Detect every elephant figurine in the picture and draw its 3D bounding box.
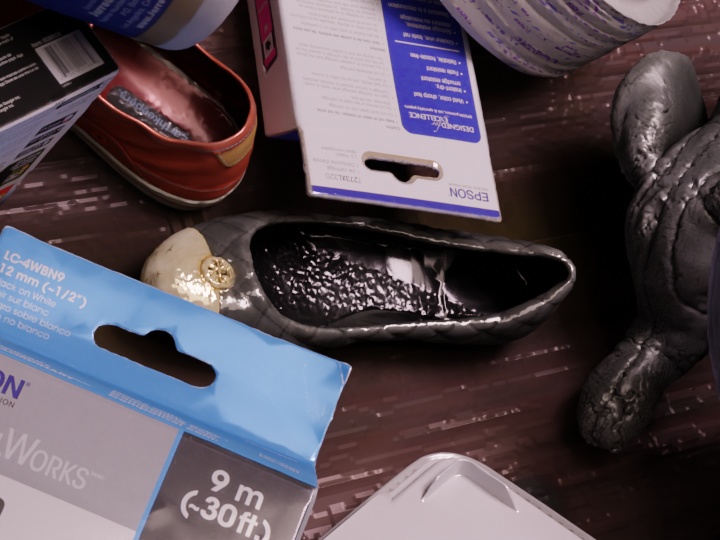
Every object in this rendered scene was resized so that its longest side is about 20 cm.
[{"bbox_3d":[0.174,-0.036,0.922,0.199,0.141,0.156,-22,83,-37],"label":"elephant figurine"}]

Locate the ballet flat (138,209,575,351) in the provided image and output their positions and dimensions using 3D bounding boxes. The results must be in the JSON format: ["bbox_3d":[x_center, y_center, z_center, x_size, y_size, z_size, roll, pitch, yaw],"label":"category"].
[{"bbox_3d":[0.000,0.000,0.868,0.198,0.057,0.067,-1,70,-30],"label":"ballet flat"}]

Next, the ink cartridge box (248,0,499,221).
[{"bbox_3d":[0.000,-0.108,0.909,0.094,0.037,0.201,7,57,-28],"label":"ink cartridge box"}]

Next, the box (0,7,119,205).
[{"bbox_3d":[-0.184,-0.024,0.721,0.035,0.110,0.200,53,43,3],"label":"box"}]

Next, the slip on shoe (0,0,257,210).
[{"bbox_3d":[-0.124,-0.101,0.840,0.199,0.061,0.074,36,58,-9],"label":"slip on shoe"}]

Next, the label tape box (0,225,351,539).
[{"bbox_3d":[-0.095,0.084,0.688,0.142,0.066,0.201,23,66,-2],"label":"label tape box"}]

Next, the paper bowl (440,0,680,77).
[{"bbox_3d":[0.087,-0.198,0.933,0.200,0.104,0.202,39,39,-40],"label":"paper bowl"}]

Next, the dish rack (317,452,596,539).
[{"bbox_3d":[0.059,0.151,0.781,0.199,0.044,0.171,33,42,22],"label":"dish rack"}]

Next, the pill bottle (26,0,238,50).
[{"bbox_3d":[-0.131,-0.160,0.705,0.199,0.116,0.117,18,61,-24],"label":"pill bottle"}]

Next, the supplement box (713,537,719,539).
[{"bbox_3d":[0.255,0.184,0.884,0.199,0.134,0.201,-12,74,-33],"label":"supplement box"}]

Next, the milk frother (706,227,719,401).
[{"bbox_3d":[0.252,-0.033,0.813,0.186,0.181,0.202,0,70,-17],"label":"milk frother"}]
